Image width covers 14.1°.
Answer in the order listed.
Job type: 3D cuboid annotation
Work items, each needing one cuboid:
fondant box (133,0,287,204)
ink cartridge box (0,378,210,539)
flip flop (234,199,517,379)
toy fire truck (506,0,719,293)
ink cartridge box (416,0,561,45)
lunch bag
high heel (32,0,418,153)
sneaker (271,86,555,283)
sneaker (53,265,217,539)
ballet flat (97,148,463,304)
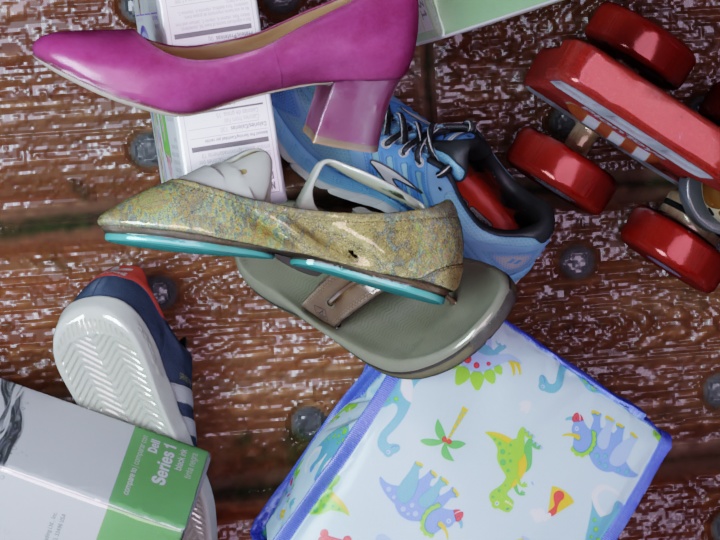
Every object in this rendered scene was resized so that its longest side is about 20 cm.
[{"bbox_3d":[-0.091,-0.135,1.621,0.058,0.144,0.201,-8,96,-8],"label":"fondant box"},{"bbox_3d":[-0.203,0.142,1.623,0.199,0.084,0.146,21,122,-3],"label":"ink cartridge box"},{"bbox_3d":[0.000,0.000,1.628,0.081,0.200,0.058,-51,139,-15],"label":"flip flop"},{"bbox_3d":[0.182,-0.066,1.649,0.200,0.168,0.112,33,90,-8],"label":"toy fire truck"},{"bbox_3d":[0.101,-0.169,1.603,0.145,0.200,0.048,-20,96,-18],"label":"ink cartridge box"},{"bbox_3d":[0.056,0.128,1.670,0.170,0.127,0.200,34,98,-8],"label":"lunch bag"},{"bbox_3d":[-0.068,-0.126,1.517,0.199,0.067,0.097,10,103,-24],"label":"high heel"},{"bbox_3d":[0.033,-0.071,1.660,0.200,0.090,0.079,36,57,-13],"label":"sneaker"},{"bbox_3d":[-0.120,0.088,1.677,0.075,0.085,0.201,-3,120,13],"label":"sneaker"},{"bbox_3d":[-0.039,-0.030,1.538,0.199,0.071,0.071,11,93,-16],"label":"ballet flat"}]
